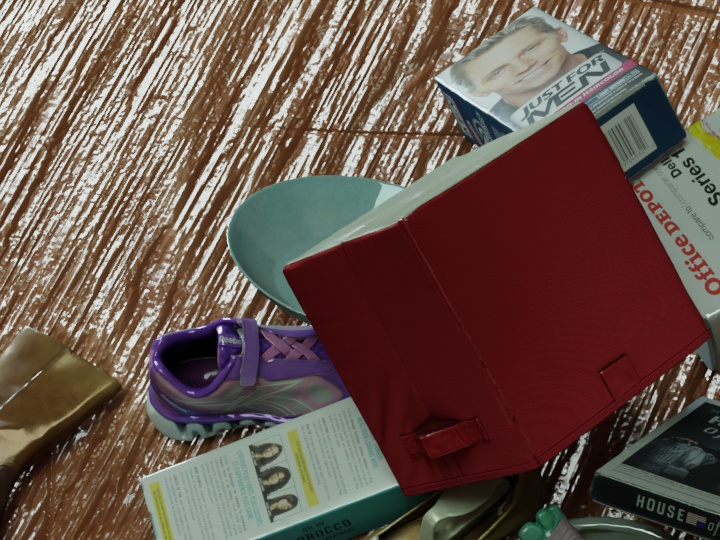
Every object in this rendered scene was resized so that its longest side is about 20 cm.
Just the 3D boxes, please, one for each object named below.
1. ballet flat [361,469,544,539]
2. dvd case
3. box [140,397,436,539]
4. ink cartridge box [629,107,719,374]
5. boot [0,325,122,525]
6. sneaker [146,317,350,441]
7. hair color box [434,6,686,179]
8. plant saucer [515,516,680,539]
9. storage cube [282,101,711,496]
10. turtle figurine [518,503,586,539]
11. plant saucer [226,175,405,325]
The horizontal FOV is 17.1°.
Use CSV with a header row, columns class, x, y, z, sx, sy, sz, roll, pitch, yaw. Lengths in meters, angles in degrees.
class,x,y,z,sx,sy,sz,roll,pitch,yaw
ballet flat,0.037,0.186,1.624,0.200,0.063,0.069,-38,63,-8
dvd case,0.253,0.134,1.536,0.150,0.200,0.025,17,109,24
box,-0.048,0.154,1.677,0.199,0.049,0.083,-21,57,3
ink cartridge box,0.291,-0.044,1.680,0.199,0.084,0.145,-32,56,-3
boot,-0.248,0.153,1.745,0.200,0.069,0.188,-43,50,-20
sneaker,-0.066,0.068,1.713,0.199,0.089,0.081,-8,55,9
hair color box,0.141,-0.119,1.735,0.100,0.061,0.200,-35,28,-7
plant saucer,0.152,0.260,1.553,0.199,0.050,0.201,-7,58,12
storage cube,0.087,0.022,1.577,0.200,0.171,0.180,-32,96,-30
turtle figurine,0.165,0.233,1.478,0.150,0.101,0.200,-43,45,-19
plant saucer,0.000,0.000,1.730,0.200,0.039,0.201,7,33,-5
